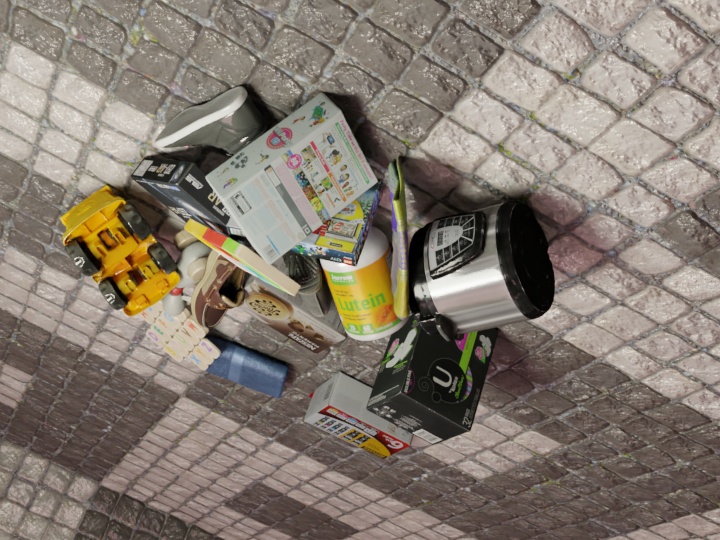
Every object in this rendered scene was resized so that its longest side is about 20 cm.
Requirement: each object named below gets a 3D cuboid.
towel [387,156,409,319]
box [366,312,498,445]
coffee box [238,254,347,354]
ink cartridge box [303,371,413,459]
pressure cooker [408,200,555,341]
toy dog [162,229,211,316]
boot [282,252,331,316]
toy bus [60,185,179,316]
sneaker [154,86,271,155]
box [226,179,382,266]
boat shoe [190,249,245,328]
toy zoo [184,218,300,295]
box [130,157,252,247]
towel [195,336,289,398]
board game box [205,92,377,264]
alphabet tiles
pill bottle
[{"bbox_3d":[0.054,-0.043,1.458,0.023,0.144,0.200,-3,122,1],"label":"towel"},{"bbox_3d":[0.124,0.168,1.742,0.148,0.200,0.124,30,149,-16],"label":"box"},{"bbox_3d":[-0.120,0.057,1.826,0.200,0.080,0.113,33,146,-19],"label":"coffee box"},{"bbox_3d":[-0.006,0.314,2.156,0.200,0.084,0.176,28,148,-13],"label":"ink cartridge box"},{"bbox_3d":[0.159,0.004,1.467,0.200,0.176,0.179,-14,93,30],"label":"pressure cooker"},{"bbox_3d":[-0.293,0.003,1.835,0.096,0.132,0.200,-8,169,-32],"label":"toy dog"},{"bbox_3d":[-0.090,-0.022,1.680,0.072,0.182,0.200,-10,171,8],"label":"boot"},{"bbox_3d":[-0.428,-0.045,1.781,0.200,0.136,0.192,57,171,-32],"label":"toy bus"},{"bbox_3d":[-0.214,-0.194,1.499,0.200,0.071,0.099,-15,130,38],"label":"sneaker"},{"bbox_3d":[-0.081,-0.090,1.521,0.200,0.137,0.038,13,149,13],"label":"box"},{"bbox_3d":[-0.235,0.038,1.753,0.072,0.072,0.200,49,133,27],"label":"boat shoe"},{"bbox_3d":[-0.192,-0.025,1.585,0.131,0.020,0.200,38,171,-40],"label":"toy zoo"},{"bbox_3d":[-0.260,-0.111,1.616,0.160,0.044,0.200,42,165,-31],"label":"box"},{"bbox_3d":[-0.248,0.198,2.150,0.200,0.049,0.112,22,146,0],"label":"towel"},{"bbox_3d":[-0.092,-0.126,1.419,0.064,0.200,0.148,48,172,43],"label":"board game box"},{"bbox_3d":[-0.378,0.127,2.096,0.196,0.015,0.200,42,146,-4],"label":"alphabet tiles"},{"bbox_3d":[0.000,0.000,1.605,0.111,0.111,0.200,-1,122,31],"label":"pill bottle"}]
